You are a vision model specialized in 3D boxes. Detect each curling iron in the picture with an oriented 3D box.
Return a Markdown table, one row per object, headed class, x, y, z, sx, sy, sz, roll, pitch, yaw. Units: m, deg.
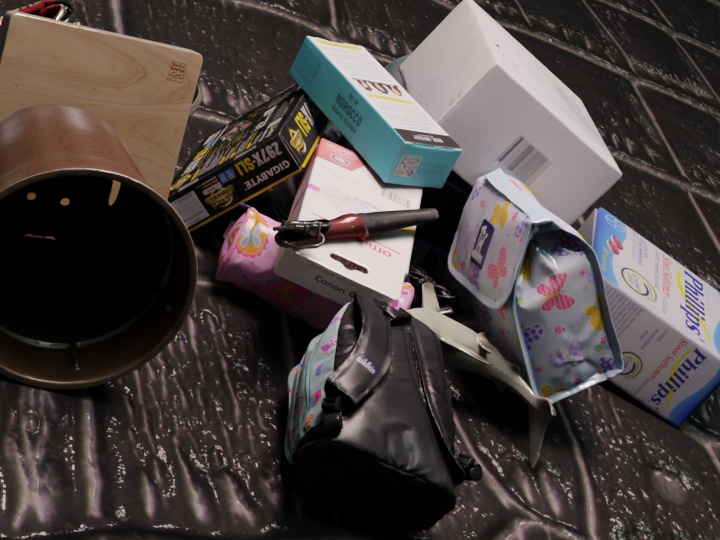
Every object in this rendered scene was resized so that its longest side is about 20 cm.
| class | x | y | z | sx | sy | sz | roll | pitch | yaw |
| --- | --- | --- | --- | --- | --- | --- | --- | --- | --- |
| curling iron | 0.000 | -0.039 | 1.396 | 0.049 | 0.026 | 0.199 | 11 | 13 | 43 |

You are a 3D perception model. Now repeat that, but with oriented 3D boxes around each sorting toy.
| class | x | y | z | sx | sy | sz | roll | pitch | yaw |
| --- | --- | --- | --- | --- | --- | --- | --- | --- | --- |
| sorting toy | -0.272 | -0.133 | 1.445 | 0.199 | 0.200 | 0.069 | 7 | 14 | -38 |

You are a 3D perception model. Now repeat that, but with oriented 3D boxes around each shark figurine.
| class | x | y | z | sx | sy | sz | roll | pitch | yaw |
| --- | --- | --- | --- | --- | --- | --- | --- | --- | --- |
| shark figurine | 0.096 | 0.099 | 1.511 | 0.214 | 0.090 | 0.128 | 33 | 23 | -18 |

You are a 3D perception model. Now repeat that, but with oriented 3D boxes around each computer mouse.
| class | x | y | z | sx | sy | sz | roll | pitch | yaw |
| --- | --- | --- | --- | --- | --- | --- | --- | --- | --- |
| computer mouse | 0.000 | 0.000 | 1.615 | 0.199 | 0.053 | 0.138 | 24 | 7 | -23 |

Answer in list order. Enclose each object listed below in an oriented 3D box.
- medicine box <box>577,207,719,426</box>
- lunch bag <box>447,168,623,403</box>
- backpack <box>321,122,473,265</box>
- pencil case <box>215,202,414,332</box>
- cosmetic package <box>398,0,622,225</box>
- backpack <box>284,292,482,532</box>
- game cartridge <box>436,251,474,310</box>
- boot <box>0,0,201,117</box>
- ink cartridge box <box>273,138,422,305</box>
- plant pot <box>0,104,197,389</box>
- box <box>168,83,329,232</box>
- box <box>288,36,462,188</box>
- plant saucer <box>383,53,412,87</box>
| class | x | y | z | sx | sy | sz | roll | pitch | yaw |
| --- | --- | --- | --- | --- | --- | --- | --- | --- | --- |
| medicine box | 0.321 | 0.051 | 1.771 | 0.199 | 0.103 | 0.182 | 34 | 27 | -6 |
| lunch bag | 0.170 | 0.010 | 1.567 | 0.126 | 0.201 | 0.170 | -20 | 26 | -9 |
| backpack | 0.031 | -0.116 | 1.729 | 0.182 | 0.147 | 0.201 | 21 | 31 | -45 |
| pencil case | -0.047 | 0.010 | 1.525 | 0.199 | 0.088 | 0.088 | 25 | 27 | -6 |
| cosmetic package | 0.161 | -0.167 | 1.687 | 0.199 | 0.123 | 0.200 | 38 | 18 | -24 |
| backpack | 0.006 | 0.119 | 1.336 | 0.166 | 0.127 | 0.201 | 32 | 34 | -26 |
| game cartridge | 0.156 | -0.006 | 1.803 | 0.133 | 0.042 | 0.200 | 31 | 27 | -7 |
| boot | -0.261 | -0.197 | 1.514 | 0.202 | 0.154 | 0.074 | -18 | 45 | -14 |
| ink cartridge box | -0.013 | -0.030 | 1.464 | 0.116 | 0.068 | 0.200 | 24 | 34 | -8 |
| plant pot | -0.255 | -0.036 | 1.301 | 0.199 | 0.201 | 0.198 | 15 | 22 | -25 |
| box | -0.115 | -0.125 | 1.607 | 0.049 | 0.159 | 0.200 | 55 | 22 | -16 |
| box | 0.013 | -0.163 | 1.564 | 0.082 | 0.049 | 0.200 | 4 | 35 | -41 |
| plant saucer | 0.091 | -0.165 | 1.846 | 0.200 | 0.201 | 0.039 | 31 | 44 | 4 |
